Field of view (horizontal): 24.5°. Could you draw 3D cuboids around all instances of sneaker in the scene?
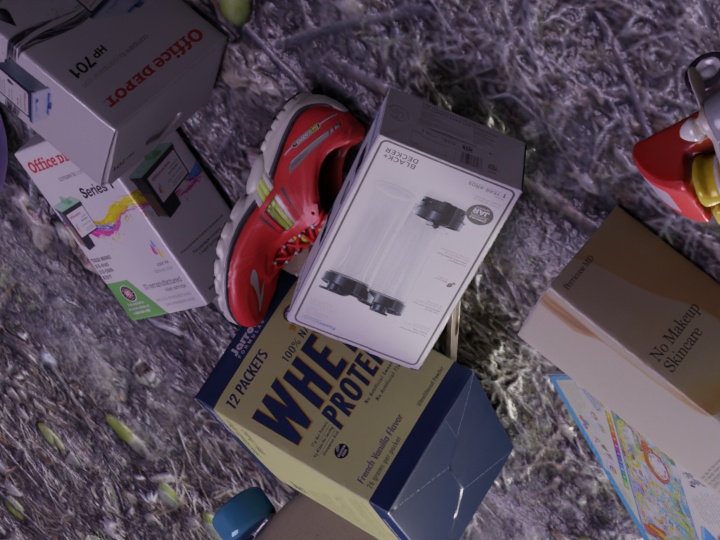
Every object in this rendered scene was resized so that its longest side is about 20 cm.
[{"bbox_3d":[-0.055,-0.040,1.326,0.084,0.077,0.202,26,104,19],"label":"sneaker"}]

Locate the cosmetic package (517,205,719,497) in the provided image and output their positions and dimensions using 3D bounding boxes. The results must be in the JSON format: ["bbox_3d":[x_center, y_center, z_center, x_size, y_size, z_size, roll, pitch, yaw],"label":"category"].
[{"bbox_3d":[0.223,0.060,1.175,0.199,0.105,0.071,38,145,8],"label":"cosmetic package"}]

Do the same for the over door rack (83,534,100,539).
[{"bbox_3d":[-0.290,0.449,2.213,0.199,0.067,0.149,14,135,39],"label":"over door rack"}]

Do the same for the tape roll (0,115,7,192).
[{"bbox_3d":[-0.457,-0.117,1.645,0.085,0.200,0.201,-3,125,50],"label":"tape roll"}]

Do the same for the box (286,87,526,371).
[{"bbox_3d":[0.032,-0.027,1.247,0.116,0.060,0.201,20,130,-7],"label":"box"}]

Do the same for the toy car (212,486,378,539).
[{"bbox_3d":[-0.026,0.288,1.699,0.185,0.177,0.200,49,179,16],"label":"toy car"}]

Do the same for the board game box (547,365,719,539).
[{"bbox_3d":[0.248,0.147,1.307,0.134,0.034,0.201,-6,122,51],"label":"board game box"}]

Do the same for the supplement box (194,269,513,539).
[{"bbox_3d":[0.000,0.131,1.417,0.199,0.135,0.200,27,165,25],"label":"supplement box"}]

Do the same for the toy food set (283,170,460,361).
[{"bbox_3d":[0.000,0.000,1.396,0.199,0.060,0.144,29,144,25],"label":"toy food set"}]

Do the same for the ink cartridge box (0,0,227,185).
[{"bbox_3d":[-0.232,-0.190,1.363,0.199,0.146,0.086,38,145,9],"label":"ink cartridge box"}]

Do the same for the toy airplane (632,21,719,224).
[{"bbox_3d":[0.267,-0.056,0.959,0.198,0.142,0.199,24,156,1],"label":"toy airplane"}]

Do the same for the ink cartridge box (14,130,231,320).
[{"bbox_3d":[-0.208,-0.063,1.535,0.144,0.084,0.201,-11,118,53],"label":"ink cartridge box"}]
